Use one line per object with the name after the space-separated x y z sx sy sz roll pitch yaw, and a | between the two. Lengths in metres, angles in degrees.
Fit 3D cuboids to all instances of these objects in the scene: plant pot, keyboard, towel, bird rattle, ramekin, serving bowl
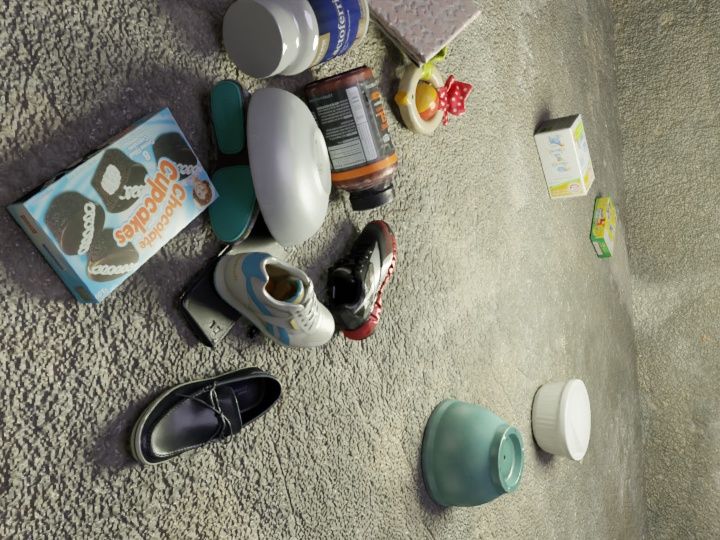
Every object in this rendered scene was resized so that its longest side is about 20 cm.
0.222 0.344 1.164 0.200 0.134 0.201 9 78 -53 | plant pot
-0.142 0.020 0.797 0.200 0.021 0.127 -55 127 -40 | keyboard
0.085 -0.457 1.047 0.200 0.032 0.191 44 61 -5 | towel
0.119 -0.328 1.157 0.163 0.113 0.200 -63 148 -20 | bird rattle
0.509 0.375 1.585 0.202 0.094 0.203 8 80 -54 | ramekin
-0.079 -0.133 0.791 0.200 0.066 0.200 -8 90 -81 | serving bowl

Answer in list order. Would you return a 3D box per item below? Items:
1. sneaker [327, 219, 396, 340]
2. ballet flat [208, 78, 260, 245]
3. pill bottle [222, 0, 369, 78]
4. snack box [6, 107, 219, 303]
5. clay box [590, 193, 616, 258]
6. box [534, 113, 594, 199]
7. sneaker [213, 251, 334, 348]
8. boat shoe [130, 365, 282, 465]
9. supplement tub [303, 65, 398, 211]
0.000 0.000 0.948 0.098 0.071 0.201 42 55 -46 | sneaker
-0.148 -0.130 0.770 0.072 0.072 0.201 1 87 -54 | ballet flat
-0.083 -0.328 0.832 0.200 0.116 0.116 -43 121 -46 | pill bottle
-0.244 -0.072 0.651 0.200 0.037 0.116 -54 129 -42 | snack box
0.826 -0.156 2.114 0.115 0.048 0.200 48 49 -40 | clay box
0.568 -0.313 1.732 0.113 0.101 0.200 -47 123 -44 | box
-0.089 0.044 0.782 0.200 0.081 0.077 39 54 -45 | sneaker
-0.168 0.160 0.711 0.200 0.062 0.075 -18 103 -52 | boat shoe
-0.007 -0.193 0.931 0.107 0.107 0.200 -40 118 -48 | supplement tub
